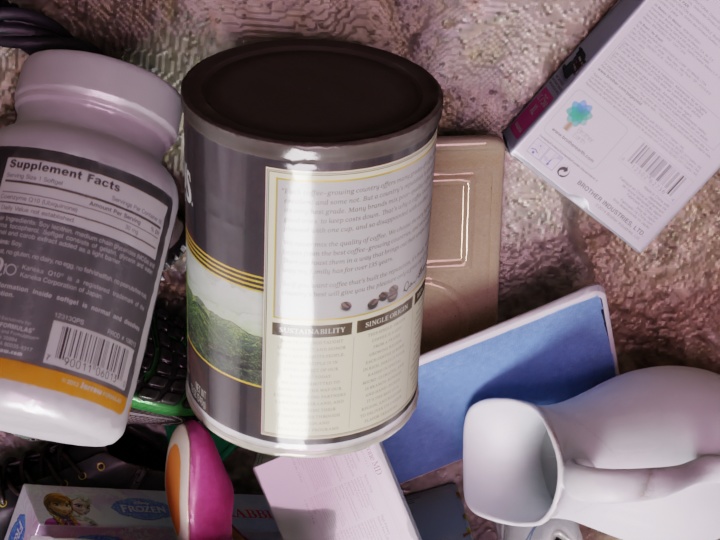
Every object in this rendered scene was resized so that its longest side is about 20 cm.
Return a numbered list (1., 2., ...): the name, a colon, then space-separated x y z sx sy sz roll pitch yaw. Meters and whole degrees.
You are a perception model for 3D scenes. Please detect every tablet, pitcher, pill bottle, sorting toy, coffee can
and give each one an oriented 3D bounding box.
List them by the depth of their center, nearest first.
1. pill bottle: -0.165 -0.011 0.861 0.116 0.116 0.201 15 75 -14
2. coffee can: -0.031 -0.014 0.907 0.145 0.147 0.201 -1 120 -7
3. pitcher: 0.191 0.127 1.019 0.199 0.171 0.122 1 94 -26
4. sorting toy: 0.000 0.000 1.026 0.184 0.037 0.201 -3 120 -6
5. tablet: 0.079 0.083 1.054 0.199 0.014 0.130 -21 140 -1

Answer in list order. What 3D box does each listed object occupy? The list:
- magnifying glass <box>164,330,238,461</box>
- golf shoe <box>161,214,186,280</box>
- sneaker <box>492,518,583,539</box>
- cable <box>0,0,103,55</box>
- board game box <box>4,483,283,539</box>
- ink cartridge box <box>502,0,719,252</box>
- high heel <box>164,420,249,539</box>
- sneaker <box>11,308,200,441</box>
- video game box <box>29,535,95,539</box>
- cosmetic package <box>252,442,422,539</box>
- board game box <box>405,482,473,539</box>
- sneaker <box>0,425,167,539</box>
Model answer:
1. magnifying glass: -0.111 0.125 1.061 0.079 0.022 0.201 26 120 20
2. golf shoe: -0.192 -0.004 0.947 0.199 0.078 0.095 -31 94 -32
3. sneaker: 0.134 0.241 1.124 0.074 0.087 0.201 -14 117 -2
4. cable: -0.241 -0.091 0.940 0.199 0.051 0.164 13 113 -14
5. board game box: -0.159 0.238 1.052 0.199 0.041 0.200 7 118 -33
6. ink cartridge box: 0.199 -0.121 0.988 0.119 0.042 0.200 35 109 -20
7. high heel: -0.069 0.167 0.977 0.095 0.067 0.201 -10 122 -13
8. sneaker: -0.183 0.070 1.010 0.198 0.078 0.086 7 133 7
9. video game box: -0.113 0.247 0.969 0.181 0.047 0.201 4 131 -1
10. cosmetic package: 0.007 0.198 1.004 0.082 0.051 0.201 -22 94 3
11. board game box: 0.049 0.274 1.118 0.104 0.103 0.201 -16 116 0
12. sneaker: -0.225 0.141 1.038 0.199 0.075 0.107 14 116 -25
